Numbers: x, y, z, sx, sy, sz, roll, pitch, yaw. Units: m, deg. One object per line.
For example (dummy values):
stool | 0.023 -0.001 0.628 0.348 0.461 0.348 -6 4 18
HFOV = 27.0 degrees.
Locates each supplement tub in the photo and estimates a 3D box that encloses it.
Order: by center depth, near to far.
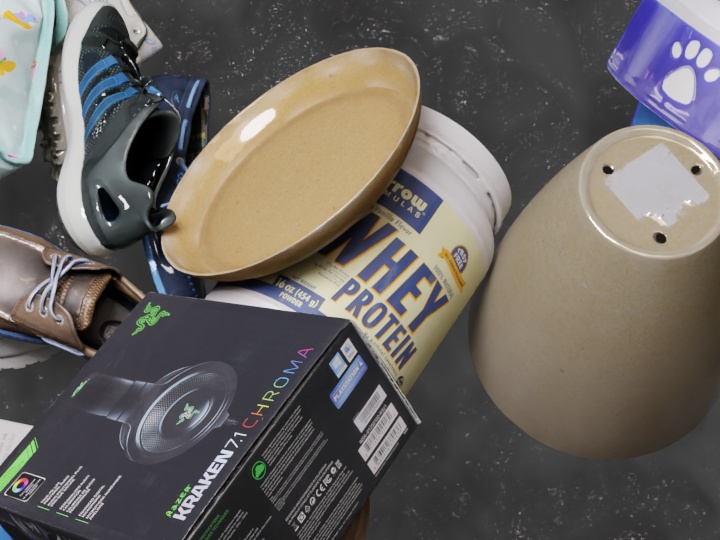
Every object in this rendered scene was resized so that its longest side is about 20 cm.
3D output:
supplement tub | 0.000 0.000 1.000 0.144 0.145 0.201 29 66 13

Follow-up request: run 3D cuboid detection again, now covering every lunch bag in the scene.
lunch bag | -0.296 -0.150 1.045 0.122 0.170 0.201 28 54 -38

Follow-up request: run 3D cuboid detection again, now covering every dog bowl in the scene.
dog bowl | 0.266 -0.118 0.993 0.200 0.200 0.079 36 109 16

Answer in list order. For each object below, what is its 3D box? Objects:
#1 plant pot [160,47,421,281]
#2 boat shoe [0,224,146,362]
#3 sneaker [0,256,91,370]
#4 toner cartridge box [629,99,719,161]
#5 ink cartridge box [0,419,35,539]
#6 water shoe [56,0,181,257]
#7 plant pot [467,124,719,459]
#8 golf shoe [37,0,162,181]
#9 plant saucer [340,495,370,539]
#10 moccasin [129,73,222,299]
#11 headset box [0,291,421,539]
plant pot | -0.040 -0.064 0.958 0.199 0.028 0.201 -27 32 19
boat shoe | -0.188 0.017 0.981 0.199 0.072 0.073 25 69 -19
sneaker | -0.270 0.020 1.018 0.198 0.081 0.077 -9 61 -8
toner cartridge box | 0.303 -0.097 1.118 0.199 0.043 0.096 19 65 8
ink cartridge box | -0.285 0.149 0.951 0.198 0.067 0.117 10 62 8
water shoe | -0.155 -0.101 1.020 0.078 0.072 0.201 -14 60 18
plant pot | 0.171 -0.002 0.977 0.186 0.200 0.189 1 62 -1
golf shoe | -0.195 -0.160 1.121 0.096 0.078 0.202 4 67 -15
plant saucer | -0.087 0.164 0.900 0.199 0.030 0.201 -23 34 17
moccasin | -0.125 -0.063 1.064 0.068 0.081 0.201 -12 64 1
headset box | -0.099 0.109 0.869 0.199 0.093 0.174 6 49 46
